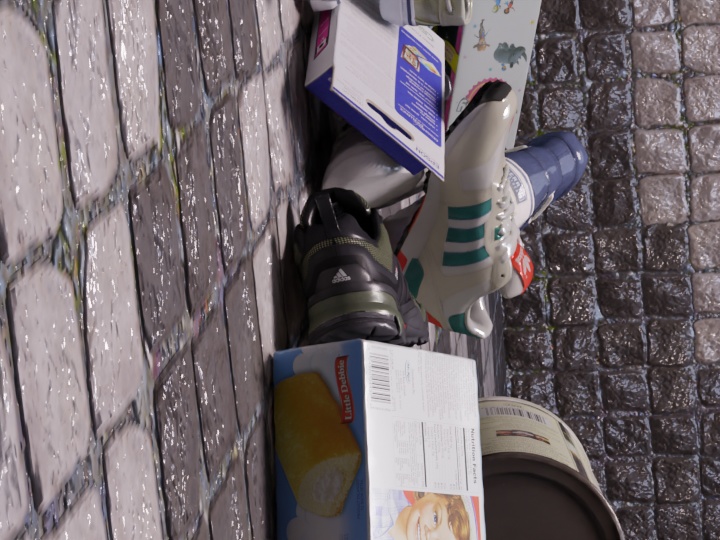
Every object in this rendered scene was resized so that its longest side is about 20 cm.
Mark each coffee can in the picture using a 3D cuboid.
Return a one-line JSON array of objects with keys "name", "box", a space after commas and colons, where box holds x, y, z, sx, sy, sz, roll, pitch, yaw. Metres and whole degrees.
[{"name": "coffee can", "box": [0.098, 0.176, 1.290, 0.200, 0.145, 0.148, -79, 165, -83]}]

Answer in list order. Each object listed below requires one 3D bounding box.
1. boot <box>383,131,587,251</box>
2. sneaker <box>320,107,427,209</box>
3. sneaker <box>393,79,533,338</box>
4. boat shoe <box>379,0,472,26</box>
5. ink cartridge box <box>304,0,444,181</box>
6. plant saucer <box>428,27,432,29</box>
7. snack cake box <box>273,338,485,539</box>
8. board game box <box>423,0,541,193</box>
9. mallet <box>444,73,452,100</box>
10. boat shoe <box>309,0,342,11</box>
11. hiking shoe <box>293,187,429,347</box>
[{"name": "boot", "box": [0.084, -0.036, 1.399, 0.090, 0.200, 0.073, -28, 89, -37]}, {"name": "sneaker", "box": [0.002, -0.087, 1.302, 0.200, 0.075, 0.089, -17, 84, -80]}, {"name": "sneaker", "box": [0.085, -0.036, 1.284, 0.070, 0.093, 0.201, -52, 168, -50]}, {"name": "boat shoe", "box": [0.047, -0.247, 1.210, 0.072, 0.061, 0.202, -72, 167, -49]}, {"name": "ink cartridge box", "box": [0.012, -0.125, 1.232, 0.094, 0.037, 0.201, 38, 24, -19]}, {"name": "plant saucer", "box": [0.043, -0.260, 1.396, 0.201, 0.038, 0.204, 179, -90, -67]}, {"name": "snack cake box", "box": [0.013, 0.146, 1.059, 0.115, 0.067, 0.202, 14, 70, -53]}, {"name": "board game box", "box": [0.073, -0.174, 1.472, 0.148, 0.064, 0.202, -123, -146, -53]}, {"name": "mallet", "box": [0.033, -0.145, 1.404, 0.200, 0.041, 0.067, 169, -85, -77]}, {"name": "boat shoe", "box": [-0.009, -0.263, 1.245, 0.074, 0.065, 0.202, 69, 19, -67]}, {"name": "hiking shoe", "box": [0.000, 0.000, 1.158, 0.200, 0.075, 0.102, 67, 15, -87]}]
